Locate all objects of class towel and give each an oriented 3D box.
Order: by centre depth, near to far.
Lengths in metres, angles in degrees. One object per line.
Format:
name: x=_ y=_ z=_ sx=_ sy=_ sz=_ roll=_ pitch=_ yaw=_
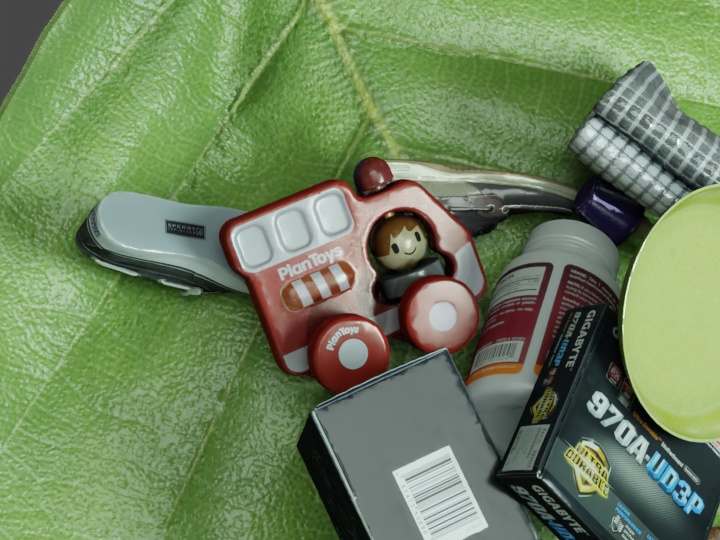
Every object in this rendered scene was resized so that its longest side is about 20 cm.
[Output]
towel: x=0.270 y=-0.100 z=1.426 sx=0.165 sy=0.200 sz=0.086 roll=36 pitch=107 yaw=4

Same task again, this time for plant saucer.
plant saucer: x=0.267 y=0.032 z=1.295 sx=0.200 sy=0.031 sz=0.201 roll=-5 pitch=100 yaw=-34

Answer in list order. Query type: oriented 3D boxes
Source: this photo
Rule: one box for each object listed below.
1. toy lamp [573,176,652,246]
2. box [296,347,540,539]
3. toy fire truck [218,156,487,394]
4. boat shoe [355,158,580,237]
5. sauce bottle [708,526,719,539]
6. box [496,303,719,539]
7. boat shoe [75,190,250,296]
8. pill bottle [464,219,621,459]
toy lamp: x=0.276 y=-0.018 z=1.463 sx=0.200 sy=0.058 sz=0.058 roll=32 pitch=75 yaw=-14
box: x=0.046 y=0.189 z=1.334 sx=0.124 sy=0.197 sz=0.200 roll=-24 pitch=80 yaw=-12
toy fire truck: x=0.000 y=0.000 z=1.392 sx=0.200 sy=0.112 sz=0.168 roll=-23 pitch=102 yaw=-12
boat shoe: x=0.092 y=-0.058 z=1.467 sx=0.199 sy=0.072 sz=0.065 roll=5 pitch=88 yaw=-8
sauce bottle: x=0.284 y=0.259 z=1.412 sx=0.200 sy=0.066 sz=0.066 roll=-28 pitch=81 yaw=-10
box: x=0.203 y=0.149 z=1.296 sx=0.200 sy=0.046 sz=0.159 roll=46 pitch=56 yaw=-29
boat shoe: x=-0.144 y=-0.012 z=1.426 sx=0.199 sy=0.068 sz=0.074 roll=9 pitch=63 yaw=-29
pill bottle: x=0.158 y=0.057 z=1.397 sx=0.113 sy=0.113 sz=0.200 roll=23 pitch=51 yaw=-1
